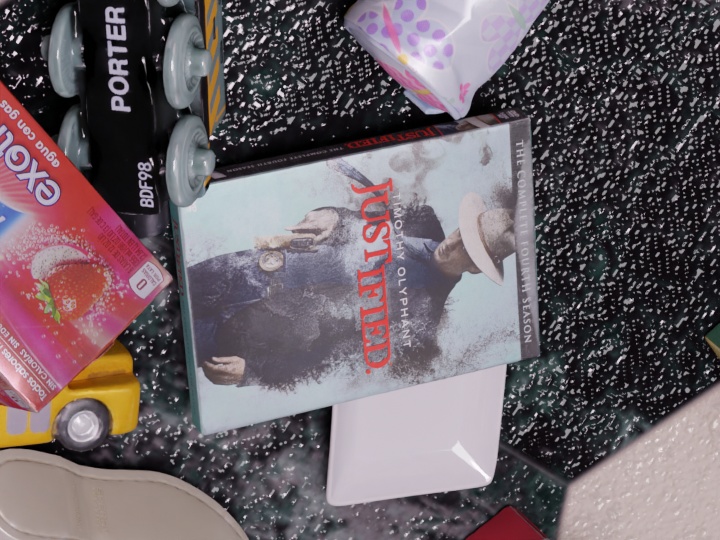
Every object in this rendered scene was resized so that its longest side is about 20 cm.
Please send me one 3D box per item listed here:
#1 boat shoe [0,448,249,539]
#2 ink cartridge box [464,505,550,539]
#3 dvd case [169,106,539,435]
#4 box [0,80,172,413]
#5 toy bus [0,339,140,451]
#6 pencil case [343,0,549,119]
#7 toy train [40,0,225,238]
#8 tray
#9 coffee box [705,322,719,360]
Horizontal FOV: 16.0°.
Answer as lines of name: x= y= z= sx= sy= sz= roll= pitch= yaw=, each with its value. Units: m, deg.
boat shoe: x=-0.141 y=0.145 z=1.363 sx=0.059 sy=0.072 sz=0.200 roll=-28 pitch=147 yaw=35
ink cartridge box: x=0.132 y=0.246 z=1.454 sx=0.083 sy=0.200 sz=0.146 roll=-38 pitch=122 yaw=-7
dvd case: x=0.000 y=0.000 z=1.367 sx=0.200 sy=0.022 sz=0.146 roll=-12 pitch=115 yaw=-19
box: x=-0.196 y=-0.036 z=1.197 sx=0.095 sy=0.100 sz=0.200 roll=-45 pitch=106 yaw=-17
toy bus: x=-0.213 y=0.051 z=1.286 sx=0.200 sy=0.065 sz=0.078 roll=-5 pitch=111 yaw=-24
pencil case: x=0.079 y=-0.175 z=1.322 sx=0.200 sy=0.083 sz=0.091 roll=-50 pitch=160 yaw=0
toy train: x=-0.103 y=-0.118 z=1.242 sx=0.085 sy=0.114 sz=0.200 roll=6 pitch=119 yaw=14
tray: x=0.032 y=0.032 z=1.421 sx=0.107 sy=0.022 sz=0.200 roll=-6 pitch=113 yaw=-24
coffee box: x=0.289 y=0.114 z=1.523 sx=0.044 sy=0.123 sz=0.200 roll=-39 pitch=124 yaw=-3
